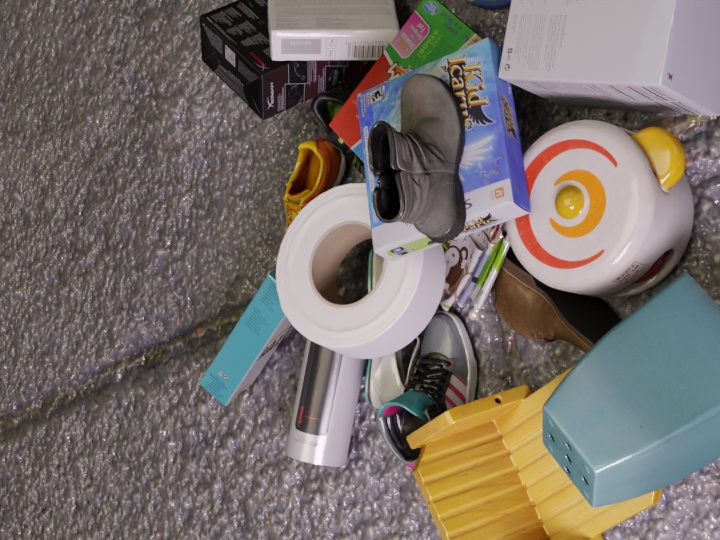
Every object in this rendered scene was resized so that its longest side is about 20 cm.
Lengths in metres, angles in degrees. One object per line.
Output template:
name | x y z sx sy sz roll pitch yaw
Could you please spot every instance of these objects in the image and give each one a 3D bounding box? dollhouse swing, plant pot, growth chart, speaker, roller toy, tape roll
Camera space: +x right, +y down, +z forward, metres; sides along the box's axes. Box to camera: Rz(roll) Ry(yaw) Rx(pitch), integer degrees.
dollhouse swing | 0.189 0.217 1.493 0.176 0.180 0.202 -48 61 52
plant pot | 0.287 0.135 1.388 0.199 0.142 0.142 -31 59 -12
growth chart | 0.106 -0.027 1.657 0.200 0.018 0.146 40 117 49
speaker | -0.038 0.143 1.745 0.081 0.081 0.203 13 93 38
roller toy | 0.256 -0.065 1.498 0.198 0.139 0.185 9 90 38
tape roll | 0.000 0.000 1.658 0.200 0.071 0.205 -9 71 26

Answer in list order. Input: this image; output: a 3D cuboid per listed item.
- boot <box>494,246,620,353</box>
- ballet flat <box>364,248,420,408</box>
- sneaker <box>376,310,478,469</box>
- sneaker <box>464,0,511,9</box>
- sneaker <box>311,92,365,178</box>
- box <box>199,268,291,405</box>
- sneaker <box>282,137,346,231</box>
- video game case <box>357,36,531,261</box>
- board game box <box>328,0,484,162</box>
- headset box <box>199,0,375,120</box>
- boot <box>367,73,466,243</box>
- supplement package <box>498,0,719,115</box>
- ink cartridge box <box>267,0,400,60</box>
boot | 0.224 0.056 1.565 0.200 0.073 0.076 43 126 40
ballet flat | 0.043 0.069 1.705 0.069 0.069 0.203 -7 76 37
sneaker | 0.073 0.145 1.629 0.083 0.120 0.203 -7 79 37
sneaker | 0.119 -0.367 1.683 0.199 0.082 0.075 17 94 36
sneaker | 0.001 -0.155 1.747 0.200 0.082 0.071 50 116 32
box | -0.131 0.079 1.800 0.049 0.082 0.201 38 119 7
sneaker | -0.076 -0.073 1.801 0.072 0.077 0.203 16 102 37
video game case | 0.088 -0.133 1.536 0.180 0.045 0.202 -19 66 29
board game box | 0.069 -0.204 1.633 0.201 0.040 0.153 -52 49 11
headset box | -0.085 -0.295 1.780 0.149 0.199 0.078 44 148 32
boot | 0.054 -0.133 1.449 0.067 0.130 0.202 -18 67 28
supplement package | 0.280 -0.260 1.496 0.198 0.150 0.154 10 89 39
ink cartridge box | -0.038 -0.334 1.743 0.201 0.159 0.051 -98 9 -50
